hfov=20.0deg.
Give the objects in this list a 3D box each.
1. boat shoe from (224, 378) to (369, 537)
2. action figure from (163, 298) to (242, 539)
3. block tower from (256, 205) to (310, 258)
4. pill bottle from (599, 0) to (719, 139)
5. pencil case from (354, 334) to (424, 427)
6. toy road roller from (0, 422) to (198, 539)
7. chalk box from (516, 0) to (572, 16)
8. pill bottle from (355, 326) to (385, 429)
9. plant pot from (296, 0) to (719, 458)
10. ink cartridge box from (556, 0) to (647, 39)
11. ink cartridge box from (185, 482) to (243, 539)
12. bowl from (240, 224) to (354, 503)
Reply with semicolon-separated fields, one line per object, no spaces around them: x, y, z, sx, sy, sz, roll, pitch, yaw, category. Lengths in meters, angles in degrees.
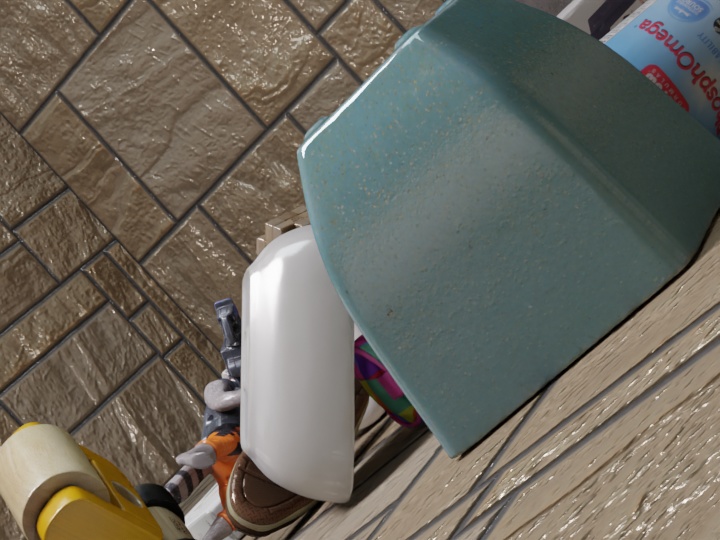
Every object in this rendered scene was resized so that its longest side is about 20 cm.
-0.048;0.158;1.632;0.202;0.074;0.075;-47;-20;-49;boat shoe
-0.122;0.129;1.765;0.104;0.201;0.194;-11;28;20;action figure
0.000;0.000;1.744;0.058;0.199;0.055;-28;-53;-45;block tower
0.206;-0.123;1.358;0.200;0.109;0.109;-40;1;-12;pill bottle
0.079;0.022;1.497;0.200;0.088;0.088;-45;2;-15;pencil case
-0.215;0.227;1.575;0.146;0.200;0.123;-50;35;2;toy road roller
0.201;-0.181;1.701;0.198;0.126;0.124;-13;2;4;chalk box
0.010;0.054;1.826;0.112;0.113;0.200;-42;2;33;pill bottle
0.079;-0.051;1.220;0.196;0.200;0.196;-42;2;28;plant pot
0.211;-0.152;1.567;0.200;0.145;0.084;-44;3;-19;ink cartridge box
-0.103;0.205;1.979;0.200;0.044;0.174;-45;1;-32;ink cartridge box
-0.048;0.066;1.476;0.074;0.202;0.200;1;-2;-5;bowl
